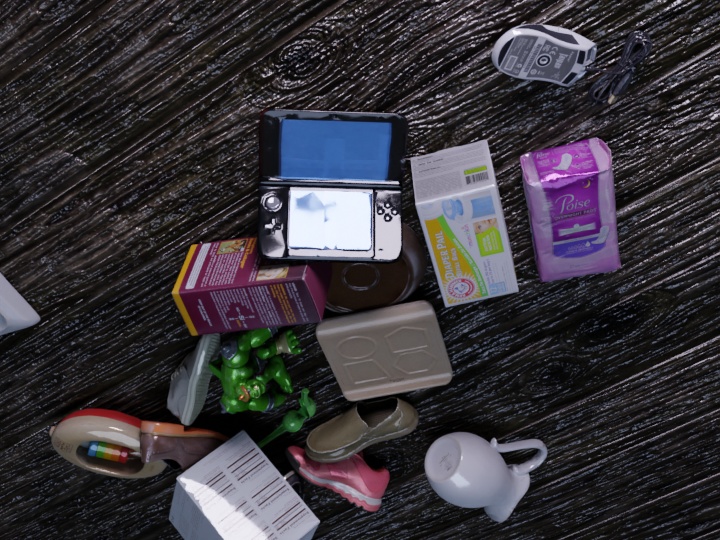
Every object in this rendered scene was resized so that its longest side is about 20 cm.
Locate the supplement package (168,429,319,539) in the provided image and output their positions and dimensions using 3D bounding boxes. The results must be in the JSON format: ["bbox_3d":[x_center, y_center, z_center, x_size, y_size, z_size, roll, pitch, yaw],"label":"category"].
[{"bbox_3d":[-0.196,0.412,1.804,0.147,0.200,0.192,-33,161,-29],"label":"supplement package"}]

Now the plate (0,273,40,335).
[{"bbox_3d":[-0.614,0.048,1.625,0.199,0.032,0.200,-18,131,15],"label":"plate"}]

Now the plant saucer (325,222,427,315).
[{"bbox_3d":[0.000,0.000,1.606,0.198,0.032,0.201,-1,131,-1],"label":"plant saucer"}]

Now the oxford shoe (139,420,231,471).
[{"bbox_3d":[-0.287,0.294,1.798,0.071,0.074,0.199,-2,165,42],"label":"oxford shoe"}]

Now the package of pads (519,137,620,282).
[{"bbox_3d":[0.294,-0.078,1.517,0.119,0.076,0.201,-12,132,5],"label":"package of pads"}]

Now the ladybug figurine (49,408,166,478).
[{"bbox_3d":[-0.414,0.281,1.811,0.199,0.072,0.136,18,134,-15],"label":"ladybug figurine"}]

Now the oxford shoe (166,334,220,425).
[{"bbox_3d":[-0.267,0.164,1.723,0.057,0.075,0.201,30,129,9],"label":"oxford shoe"}]

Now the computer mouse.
[{"bbox_3d":[0.255,-0.271,1.366,0.198,0.044,0.110,10,136,-19],"label":"computer mouse"}]

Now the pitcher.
[{"bbox_3d":[0.218,0.334,1.873,0.199,0.121,0.172,31,104,-39],"label":"pitcher"}]

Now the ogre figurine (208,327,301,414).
[{"bbox_3d":[-0.163,0.152,1.685,0.119,0.098,0.200,-21,155,-30],"label":"ogre figurine"}]

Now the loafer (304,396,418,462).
[{"bbox_3d":[-0.005,0.255,1.811,0.199,0.076,0.068,-22,129,4],"label":"loafer"}]

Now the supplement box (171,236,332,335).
[{"bbox_3d":[-0.149,0.017,1.540,0.198,0.111,0.086,-6,129,16],"label":"supplement box"}]

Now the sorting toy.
[{"bbox_3d":[0.040,0.123,1.705,0.184,0.037,0.201,-11,138,8],"label":"sorting toy"}]

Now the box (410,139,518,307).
[{"bbox_3d":[0.145,-0.061,1.508,0.112,0.102,0.201,-13,131,9],"label":"box"}]

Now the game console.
[{"bbox_3d":[-0.038,-0.109,1.452,0.198,0.174,0.119,1,159,-3],"label":"game console"}]

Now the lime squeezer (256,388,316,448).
[{"bbox_3d":[-0.112,0.246,1.803,0.038,0.071,0.200,46,130,6],"label":"lime squeezer"}]

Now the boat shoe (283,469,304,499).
[{"bbox_3d":[-0.117,0.413,1.919,0.072,0.063,0.201,-34,154,-21],"label":"boat shoe"}]

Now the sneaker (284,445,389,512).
[{"bbox_3d":[-0.038,0.339,1.899,0.199,0.074,0.087,29,92,-15],"label":"sneaker"}]
